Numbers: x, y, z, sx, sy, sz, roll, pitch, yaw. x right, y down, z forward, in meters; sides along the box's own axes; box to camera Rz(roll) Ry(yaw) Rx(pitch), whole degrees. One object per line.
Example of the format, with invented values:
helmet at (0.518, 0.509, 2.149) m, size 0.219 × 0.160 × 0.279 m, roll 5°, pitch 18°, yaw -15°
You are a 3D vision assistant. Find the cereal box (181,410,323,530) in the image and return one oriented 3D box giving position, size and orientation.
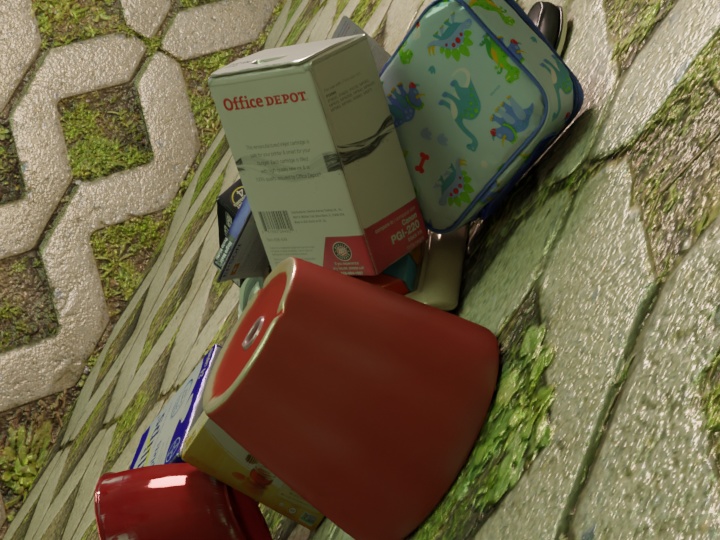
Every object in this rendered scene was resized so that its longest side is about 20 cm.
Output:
cereal box at (-0.048, 0.117, 1.360) m, size 0.201 × 0.143 × 0.040 m, roll -56°, pitch 13°, yaw 17°

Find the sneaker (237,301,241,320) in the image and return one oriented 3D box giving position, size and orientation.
sneaker at (-0.125, 0.093, 1.880) m, size 0.201 × 0.073 × 0.080 m, roll -67°, pitch 19°, yaw 3°

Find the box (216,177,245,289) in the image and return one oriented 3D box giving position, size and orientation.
box at (-0.097, -0.077, 1.811) m, size 0.161 × 0.049 × 0.200 m, roll -43°, pitch -15°, yaw -20°

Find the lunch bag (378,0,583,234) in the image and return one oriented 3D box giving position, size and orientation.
lunch bag at (0.093, -0.140, 1.372) m, size 0.082 × 0.161 × 0.200 m, roll -27°, pitch -19°, yaw -48°

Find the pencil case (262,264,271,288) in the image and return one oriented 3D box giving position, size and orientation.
pencil case at (-0.064, 0.070, 1.584) m, size 0.201 × 0.077 × 0.090 m, roll -91°, pitch 20°, yaw -43°

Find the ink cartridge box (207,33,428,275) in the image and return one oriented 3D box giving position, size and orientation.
ink cartridge box at (-0.039, -0.102, 1.388) m, size 0.145 × 0.201 × 0.085 m, roll 0°, pitch 25°, yaw 46°

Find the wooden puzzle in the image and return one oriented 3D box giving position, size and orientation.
wooden puzzle at (0.000, 0.000, 1.441) m, size 0.199 × 0.037 × 0.185 m, roll -16°, pitch 31°, yaw 19°

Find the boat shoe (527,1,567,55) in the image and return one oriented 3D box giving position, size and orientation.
boat shoe at (0.143, -0.185, 1.486) m, size 0.202 × 0.063 × 0.074 m, roll -64°, pitch 12°, yaw -22°

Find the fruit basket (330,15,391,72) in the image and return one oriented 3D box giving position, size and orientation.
fruit basket at (-0.012, -0.132, 1.541) m, size 0.094 × 0.200 × 0.186 m, roll 25°, pitch 86°, yaw 43°

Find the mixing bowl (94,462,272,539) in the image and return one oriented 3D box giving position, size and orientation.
mixing bowl at (-0.145, 0.253, 1.398) m, size 0.108 × 0.201 × 0.200 m, roll -27°, pitch 20°, yaw 8°

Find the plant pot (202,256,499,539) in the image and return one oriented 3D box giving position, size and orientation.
plant pot at (-0.016, 0.093, 1.221) m, size 0.201 × 0.177 × 0.201 m, roll -55°, pitch 13°, yaw 20°

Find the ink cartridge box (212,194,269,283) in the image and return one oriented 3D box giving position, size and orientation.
ink cartridge box at (-0.082, -0.085, 1.618) m, size 0.200 × 0.040 × 0.200 m, roll -63°, pitch -17°, yaw 12°

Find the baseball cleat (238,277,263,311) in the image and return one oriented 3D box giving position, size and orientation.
baseball cleat at (-0.076, 0.000, 1.773) m, size 0.200 × 0.069 × 0.107 m, roll -57°, pitch 26°, yaw 33°

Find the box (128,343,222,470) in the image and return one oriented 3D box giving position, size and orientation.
box at (-0.186, 0.220, 1.732) m, size 0.200 × 0.105 × 0.184 m, roll -50°, pitch 16°, yaw 37°
